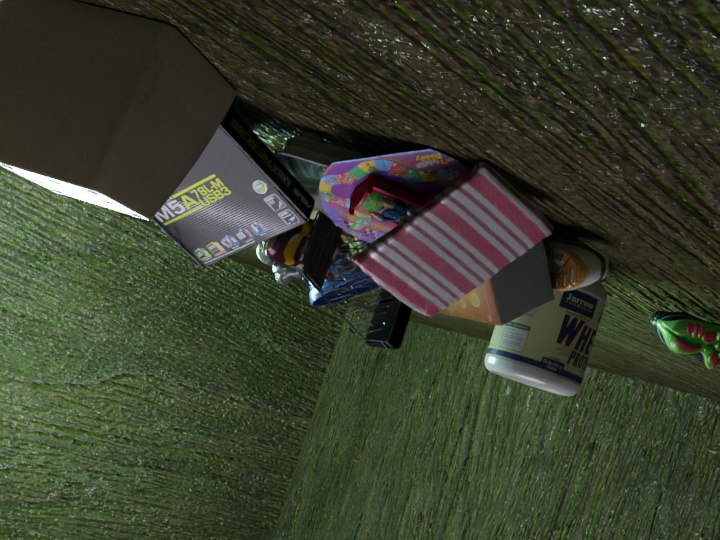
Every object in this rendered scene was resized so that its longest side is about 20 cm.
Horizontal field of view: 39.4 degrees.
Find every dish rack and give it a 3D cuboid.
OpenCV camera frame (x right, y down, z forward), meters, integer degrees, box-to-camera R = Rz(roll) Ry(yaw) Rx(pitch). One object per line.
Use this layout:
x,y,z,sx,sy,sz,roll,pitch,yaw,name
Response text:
0.000,0.000,1.377,0.055,0.154,0.200,-11,136,34,dish rack
-0.016,-0.126,1.312,0.171,0.044,0.200,18,175,6,dish rack

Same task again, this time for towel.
0.108,-0.034,1.180,0.146,0.200,0.030,37,-154,-38,towel

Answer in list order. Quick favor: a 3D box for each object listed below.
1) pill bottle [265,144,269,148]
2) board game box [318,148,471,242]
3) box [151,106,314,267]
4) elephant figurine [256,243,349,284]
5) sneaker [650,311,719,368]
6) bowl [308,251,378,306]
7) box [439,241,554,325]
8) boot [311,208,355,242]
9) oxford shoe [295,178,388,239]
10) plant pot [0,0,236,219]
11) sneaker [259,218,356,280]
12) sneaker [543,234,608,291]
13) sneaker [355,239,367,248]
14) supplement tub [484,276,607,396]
-0.229,-0.152,1.365,0.200,0.114,0.114,17,174,14,pill bottle
0.046,-0.071,1.189,0.200,0.039,0.158,-6,143,19,board game box
-0.192,-0.107,1.278,0.200,0.048,0.193,-21,128,32,box
-0.064,-0.065,1.658,0.200,0.142,0.155,-25,-108,-47,elephant figurine
0.537,0.101,1.625,0.200,0.077,0.084,24,-167,-44,sneaker
0.008,0.002,1.628,0.200,0.039,0.201,-22,171,-4,bowl
0.145,-0.012,1.339,0.097,0.125,0.200,-23,-163,-29,box
-0.068,-0.107,1.486,0.200,0.073,0.155,29,176,11,boot
-0.008,-0.073,1.303,0.200,0.058,0.075,19,175,7,oxford shoe
-0.278,-0.165,1.084,0.200,0.177,0.200,16,174,14,plant pot
-0.064,-0.030,1.396,0.090,0.075,0.200,33,-168,16,sneaker
0.248,-0.018,1.370,0.088,0.076,0.200,-6,-158,-37,sneaker
0.084,-0.015,1.497,0.200,0.084,0.077,18,161,-23,sneaker
0.277,0.071,1.479,0.145,0.200,0.145,18,175,2,supplement tub
